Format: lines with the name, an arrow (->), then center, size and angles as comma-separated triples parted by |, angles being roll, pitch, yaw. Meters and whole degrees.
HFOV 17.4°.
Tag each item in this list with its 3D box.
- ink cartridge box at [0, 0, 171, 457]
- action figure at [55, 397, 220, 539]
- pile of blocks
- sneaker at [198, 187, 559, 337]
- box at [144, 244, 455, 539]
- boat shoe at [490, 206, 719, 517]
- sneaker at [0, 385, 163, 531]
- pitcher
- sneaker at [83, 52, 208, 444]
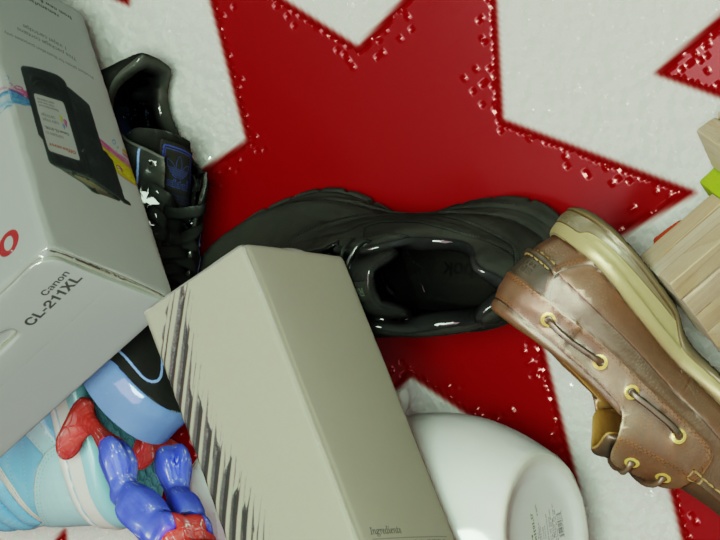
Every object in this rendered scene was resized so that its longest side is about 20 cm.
ink cartridge box -> -0.187, -0.027, 1.136 | 0.146, 0.083, 0.200 | -40, 49, 24
action figure -> -0.093, 0.145, 1.107 | 0.200, 0.065, 0.099 | 40, 118, 58
pile of blocks -> 0.193, -0.061, 1.064 | 0.200, 0.082, 0.062 | -62, 31, 12
sneaker -> 0.000, 0.000, 1.137 | 0.199, 0.091, 0.076 | -6, 98, 27
box -> -0.019, 0.092, 1.046 | 0.068, 0.082, 0.200 | -33, 67, 28
boat shoe -> 0.135, 0.066, 1.078 | 0.068, 0.072, 0.200 | -39, 100, -7
sneaker -> -0.188, 0.047, 1.240 | 0.130, 0.079, 0.201 | -14, 88, 31
pitcher -> 0.000, 0.108, 1.144 | 0.200, 0.121, 0.172 | -5, 104, 35
sneaker -> -0.109, -0.016, 1.162 | 0.078, 0.070, 0.200 | -35, 59, 30
